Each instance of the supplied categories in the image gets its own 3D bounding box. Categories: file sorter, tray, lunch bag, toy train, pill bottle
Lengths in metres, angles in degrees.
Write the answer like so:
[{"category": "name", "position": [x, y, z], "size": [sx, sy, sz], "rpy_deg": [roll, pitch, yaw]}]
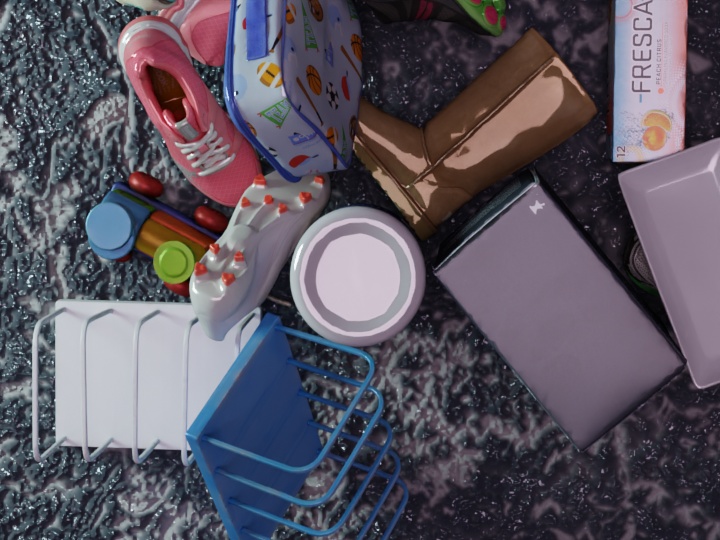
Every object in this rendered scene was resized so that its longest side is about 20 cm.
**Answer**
[{"category": "file sorter", "position": [-0.045, 0.167, 1.356], "size": [0.121, 0.201, 0.139], "rpy_deg": [17, 54, 26]}, {"category": "tray", "position": [0.306, -0.007, 1.359], "size": [0.106, 0.022, 0.202], "rpy_deg": [-19, 80, 0]}, {"category": "file sorter", "position": [-0.197, 0.106, 1.431], "size": [0.197, 0.125, 0.141], "rpy_deg": [2, 96, 4]}, {"category": "lunch bag", "position": [-0.060, -0.191, 1.331], "size": [0.075, 0.160, 0.202], "rpy_deg": [-12, 61, 23]}, {"category": "toy train", "position": [-0.155, -0.011, 1.418], "size": [0.198, 0.116, 0.085], "rpy_deg": [28, 98, 0]}, {"category": "pill bottle", "position": [0.000, 0.000, 1.366], "size": [0.114, 0.200, 0.118], "rpy_deg": [0, 93, 1]}]

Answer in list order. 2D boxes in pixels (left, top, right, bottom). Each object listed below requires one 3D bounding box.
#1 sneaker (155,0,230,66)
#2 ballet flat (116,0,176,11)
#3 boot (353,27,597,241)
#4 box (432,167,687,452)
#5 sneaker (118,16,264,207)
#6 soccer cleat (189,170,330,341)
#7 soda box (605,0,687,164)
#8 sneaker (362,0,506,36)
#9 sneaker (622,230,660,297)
[{"category": "sneaker", "position": [-0.099, -0.272, 1.418], "size": [0.087, 0.074, 0.200], "rpy_deg": [41, 104, -12]}, {"category": "ballet flat", "position": [-0.175, -0.318, 1.395], "size": [0.069, 0.070, 0.202], "rpy_deg": [17, 65, 1]}, {"category": "boot", "position": [0.087, -0.151, 1.418], "size": [0.199, 0.066, 0.176], "rpy_deg": [-39, 97, 4]}, {"category": "box", "position": [0.171, 0.027, 1.362], "size": [0.124, 0.197, 0.201], "rpy_deg": [-40, 92, 7]}, {"category": "sneaker", "position": [-0.154, -0.127, 1.393], "size": [0.073, 0.087, 0.201], "rpy_deg": [-30, 117, 8]}, {"category": "soccer cleat", "position": [-0.091, -0.022, 1.391], "size": [0.069, 0.200, 0.078], "rpy_deg": [22, 139, 19]}, {"category": "soda box", "position": [0.257, -0.197, 1.398], "size": [0.067, 0.064, 0.203], "rpy_deg": [1, 96, 4]}, {"category": "sneaker", "position": [0.052, -0.255, 1.374], "size": [0.198, 0.083, 0.078], "rpy_deg": [16, 69, -37]}, {"category": "sneaker", "position": [0.335, 0.002, 1.405], "size": [0.197, 0.085, 0.079], "rpy_deg": [13, 97, 3]}]
